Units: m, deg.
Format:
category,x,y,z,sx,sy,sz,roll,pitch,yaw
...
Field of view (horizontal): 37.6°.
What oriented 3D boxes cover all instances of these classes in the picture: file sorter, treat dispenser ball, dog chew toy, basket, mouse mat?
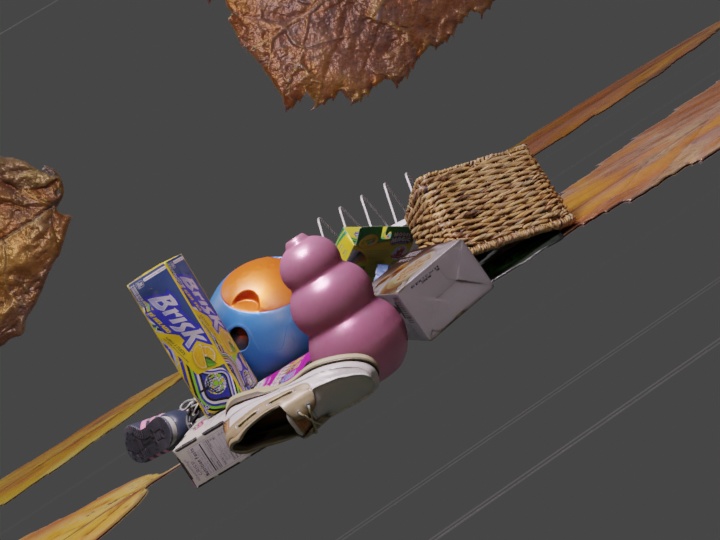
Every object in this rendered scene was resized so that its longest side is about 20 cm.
category,x,y,z,sx,sy,sz,roll,pitch,yaw
file sorter,0.041,-0.068,1.932,0.199,0.125,0.139,-26,-36,14
treat dispenser ball,-0.121,0.081,1.510,0.200,0.202,0.201,-32,5,3
dog chew toy,-0.028,0.046,1.292,0.124,0.201,0.125,-31,5,3
basket,0.180,-0.065,1.528,0.199,0.150,0.143,-19,-27,-20
mouse mat,0.197,-0.006,1.512,0.199,0.008,0.161,-33,5,8

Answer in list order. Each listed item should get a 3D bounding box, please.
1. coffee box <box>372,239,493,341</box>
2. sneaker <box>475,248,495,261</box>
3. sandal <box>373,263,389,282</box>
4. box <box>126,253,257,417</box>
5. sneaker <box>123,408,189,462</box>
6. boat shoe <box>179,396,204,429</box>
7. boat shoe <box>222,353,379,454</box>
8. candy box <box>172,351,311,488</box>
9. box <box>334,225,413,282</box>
category,x,y,z,sx,sy,sz,roll,pitch,yaw
coffee box,0.082,0.028,1.420,0.114,0.080,0.200,-38,7,-13
sneaker,0.184,-0.049,1.647,0.199,0.071,0.098,-19,27,16
sandal,0.000,0.058,1.632,0.199,0.087,0.080,-33,7,7
box,-0.217,0.083,1.376,0.064,0.201,0.070,-30,4,13
sneaker,-0.324,0.272,1.750,0.082,0.071,0.200,-15,-3,-38
boat shoe,-0.233,0.218,1.613,0.073,0.068,0.199,-32,6,8
boat shoe,-0.067,0.161,1.229,0.199,0.075,0.069,-24,35,16
candy box,-0.130,0.186,1.357,0.199,0.061,0.136,-31,5,10
box,0.000,0.000,1.658,0.117,0.048,0.201,-2,-45,-36
